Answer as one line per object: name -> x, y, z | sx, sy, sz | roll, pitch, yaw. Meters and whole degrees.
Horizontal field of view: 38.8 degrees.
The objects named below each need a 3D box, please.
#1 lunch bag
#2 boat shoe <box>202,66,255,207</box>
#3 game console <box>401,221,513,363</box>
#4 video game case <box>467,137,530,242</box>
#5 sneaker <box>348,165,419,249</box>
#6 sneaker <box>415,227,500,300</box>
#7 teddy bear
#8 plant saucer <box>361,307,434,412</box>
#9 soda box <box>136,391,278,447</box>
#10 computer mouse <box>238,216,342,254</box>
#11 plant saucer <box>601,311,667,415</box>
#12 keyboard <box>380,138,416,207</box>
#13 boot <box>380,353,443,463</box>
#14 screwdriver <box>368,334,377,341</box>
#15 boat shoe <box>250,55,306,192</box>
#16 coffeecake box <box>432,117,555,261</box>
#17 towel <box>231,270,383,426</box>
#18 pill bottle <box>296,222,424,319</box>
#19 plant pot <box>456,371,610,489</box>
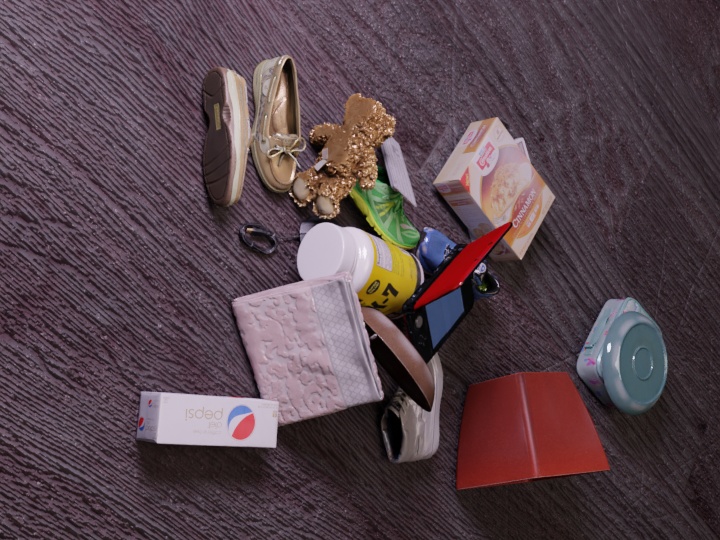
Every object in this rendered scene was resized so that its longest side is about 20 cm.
lunch bag -> 0.519, 0.165, 2.044 | 0.161, 0.076, 0.202 | 47, 60, -28
boat shoe -> -0.182, -0.192, 1.490 | 0.076, 0.071, 0.204 | 5, 83, -51
game console -> 0.162, 0.039, 1.602 | 0.200, 0.117, 0.175 | -44, 131, -44
video game case -> 0.255, -0.146, 1.882 | 0.198, 0.018, 0.146 | -28, 105, -37
sneaker -> 0.042, -0.114, 1.650 | 0.201, 0.083, 0.074 | 50, 15, -26
sneaker -> 0.172, -0.014, 1.753 | 0.199, 0.088, 0.080 | 34, 65, -37
teddy bear -> -0.026, -0.171, 1.578 | 0.067, 0.143, 0.203 | 42, 63, -53
plant saucer -> 0.054, 0.126, 1.552 | 0.036, 0.200, 0.202 | -38, 113, -9
soda box -> -0.212, 0.211, 1.438 | 0.198, 0.063, 0.070 | 10, 81, -40
computer mouse -> -0.098, -0.054, 1.570 | 0.197, 0.034, 0.060 | -3, 89, -40
plant saucer -> 0.544, 0.181, 1.997 | 0.197, 0.027, 0.205 | 3, 85, -39
keyboard -> 0.058, -0.171, 1.642 | 0.056, 0.011, 0.201 | 36, 25, -28
boot -> 0.081, 0.214, 1.674 | 0.095, 0.073, 0.204 | -3, 90, -46
screwdriver -> 0.002, 0.109, 1.551 | 0.029, 0.200, 0.028 | 15, 78, -2
boat shoe -> -0.123, -0.220, 1.541 | 0.072, 0.062, 0.204 | -7, 92, -40
coffeecake box -> 0.239, -0.142, 1.810 | 0.200, 0.072, 0.155 | 48, 61, -26
towel -> -0.077, 0.118, 1.493 | 0.032, 0.188, 0.204 | -44, 119, -72
pill bottle -> 0.000, 0.000, 1.575 | 0.199, 0.113, 0.117 | 22, 73, -48
plant pot -> 0.288, 0.276, 1.780 | 0.197, 0.198, 0.180 | 5, 72, -39
